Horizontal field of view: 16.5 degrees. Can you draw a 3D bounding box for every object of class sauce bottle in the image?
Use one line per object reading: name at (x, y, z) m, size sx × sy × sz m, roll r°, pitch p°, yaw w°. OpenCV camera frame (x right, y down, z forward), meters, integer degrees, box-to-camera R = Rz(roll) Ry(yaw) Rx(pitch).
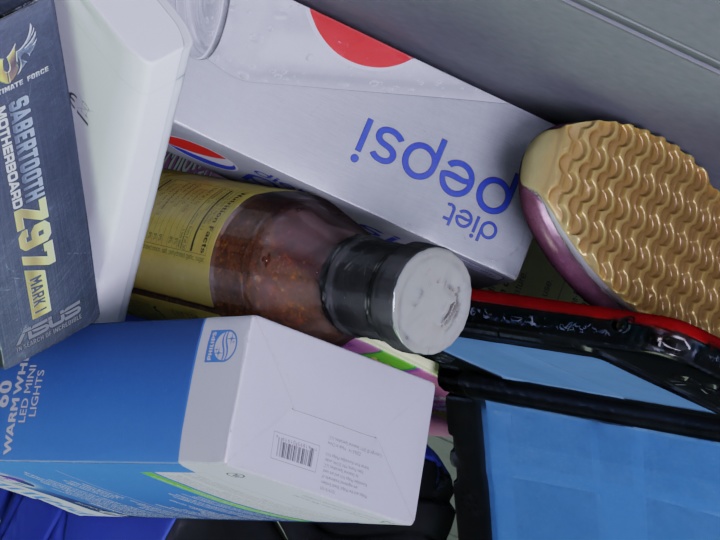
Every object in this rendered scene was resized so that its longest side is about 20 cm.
sauce bottle at (-0.037, 0.000, 0.980) m, size 0.200 × 0.066 × 0.066 m, roll 14°, pitch 166°, yaw 47°

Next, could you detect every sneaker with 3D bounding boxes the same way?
sneaker at (0.119, 0.001, 1.018) m, size 0.200 × 0.075 × 0.090 m, roll 31°, pitch 160°, yaw -35°

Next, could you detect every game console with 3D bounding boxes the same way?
game console at (0.083, 0.085, 1.008) m, size 0.199 × 0.119 × 0.172 m, roll 7°, pitch 168°, yaw 43°

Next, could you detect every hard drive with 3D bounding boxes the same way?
hard drive at (-0.122, -0.072, 0.939) m, size 0.132 × 0.027 × 0.200 m, roll 51°, pitch 152°, yaw 17°

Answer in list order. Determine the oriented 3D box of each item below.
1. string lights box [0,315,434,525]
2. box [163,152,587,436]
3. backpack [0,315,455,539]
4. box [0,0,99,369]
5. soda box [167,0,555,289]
string lights box at (-0.080, 0.061, 0.981) m, size 0.199 × 0.059 × 0.103 m, roll -3°, pitch 161°, yaw 44°
box at (0.000, 0.000, 1.186) m, size 0.199 × 0.097 × 0.176 m, roll 27°, pitch 168°, yaw -20°
backpack at (-0.061, 0.105, 1.164) m, size 0.200 × 0.163 × 0.168 m, roll 22°, pitch -166°, yaw -48°
box at (-0.179, -0.079, 0.943) m, size 0.200 × 0.051 × 0.158 m, roll 38°, pitch 147°, yaw 36°
soda box at (-0.020, -0.063, 1.000) m, size 0.199 × 0.069 × 0.063 m, roll 25°, pitch 171°, yaw -10°
